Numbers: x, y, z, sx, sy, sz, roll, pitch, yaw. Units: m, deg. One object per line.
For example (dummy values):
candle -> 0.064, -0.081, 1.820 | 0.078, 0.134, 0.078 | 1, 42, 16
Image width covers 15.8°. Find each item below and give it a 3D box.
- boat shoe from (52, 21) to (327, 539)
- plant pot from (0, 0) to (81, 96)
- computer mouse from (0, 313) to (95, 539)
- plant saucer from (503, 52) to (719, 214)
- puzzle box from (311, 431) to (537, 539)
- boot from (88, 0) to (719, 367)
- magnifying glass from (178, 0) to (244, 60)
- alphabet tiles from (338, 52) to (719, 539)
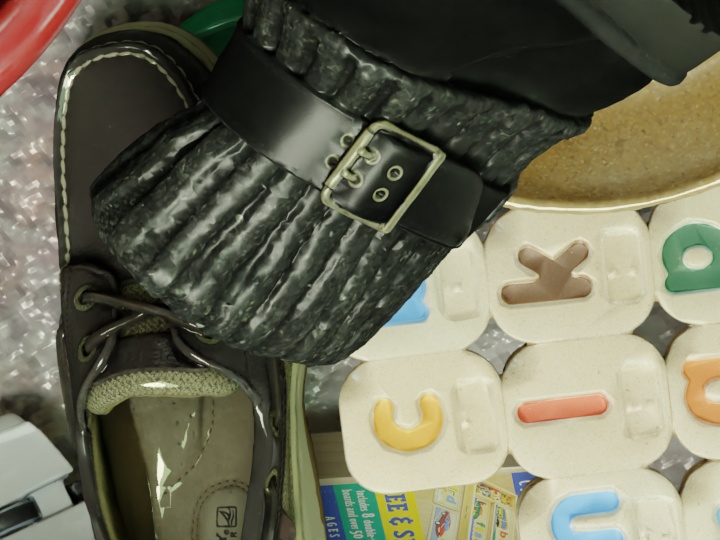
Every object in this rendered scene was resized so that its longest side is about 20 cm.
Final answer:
boat shoe -> -0.051, 0.027, 0.751 | 0.073, 0.065, 0.201 | -12, 94, 14
plant pot -> -0.171, -0.097, 0.601 | 0.200, 0.201, 0.182 | 27, 159, -17
computer mouse -> -0.122, 0.089, 0.834 | 0.200, 0.044, 0.110 | -31, 82, 18
plant saucer -> 0.060, -0.116, 0.719 | 0.199, 0.035, 0.201 | 1, 109, 4
puzzle box -> 0.026, 0.137, 0.884 | 0.132, 0.025, 0.201 | -5, 125, 12
boot -> -0.020, -0.066, 0.647 | 0.158, 0.080, 0.211 | -36, 130, 22
magnifying glass -> 0.000, 0.000, 0.817 | 0.079, 0.022, 0.200 | -24, 120, 13
alphabet tiles -> 0.086, -0.003, 0.766 | 0.195, 0.015, 0.201 | -7, 92, 2
